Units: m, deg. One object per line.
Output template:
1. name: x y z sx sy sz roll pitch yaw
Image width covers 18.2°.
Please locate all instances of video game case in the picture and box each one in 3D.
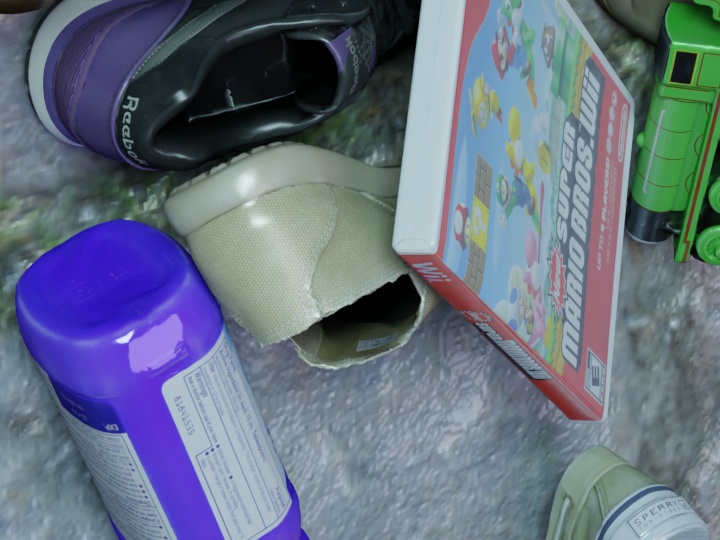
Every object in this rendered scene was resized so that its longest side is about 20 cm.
1. video game case: 0.063 -0.039 0.843 0.200 0.017 0.144 42 52 -59

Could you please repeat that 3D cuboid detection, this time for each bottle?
1. bottle: -0.062 0.079 0.831 0.065 0.083 0.201 -32 125 -17

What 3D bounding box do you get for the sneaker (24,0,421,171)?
1. sneaker: -0.012 -0.083 0.796 0.199 0.087 0.076 -29 125 -26

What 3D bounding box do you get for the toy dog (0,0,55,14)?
1. toy dog: -0.057 -0.158 0.699 0.199 0.194 0.140 -16 92 -21

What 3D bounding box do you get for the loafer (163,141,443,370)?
1. loafer: 0.000 0.000 0.820 0.200 0.075 0.069 3 69 -58

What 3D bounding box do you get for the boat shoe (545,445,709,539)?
1. boat shoe: 0.109 0.161 1.016 0.072 0.062 0.201 -14 136 -28

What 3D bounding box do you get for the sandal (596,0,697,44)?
1. sandal: 0.179 -0.110 0.960 0.199 0.054 0.081 15 100 -42

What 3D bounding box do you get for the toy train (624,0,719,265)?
1. toy train: 0.146 -0.080 0.918 0.056 0.042 0.201 6 133 -1
